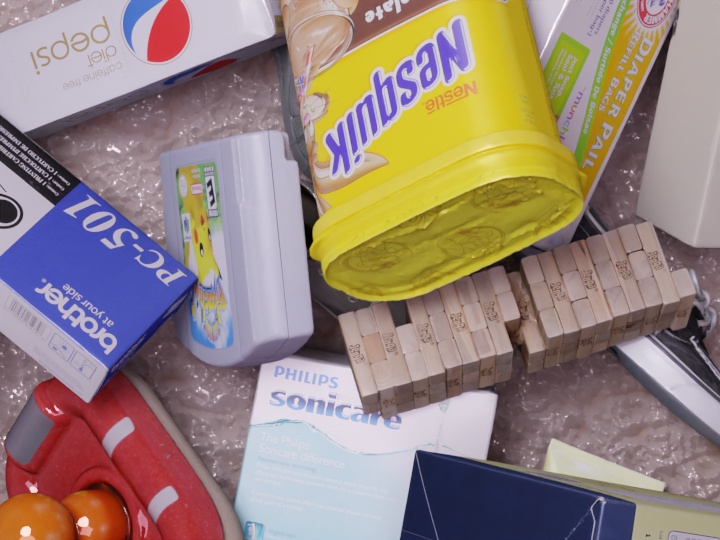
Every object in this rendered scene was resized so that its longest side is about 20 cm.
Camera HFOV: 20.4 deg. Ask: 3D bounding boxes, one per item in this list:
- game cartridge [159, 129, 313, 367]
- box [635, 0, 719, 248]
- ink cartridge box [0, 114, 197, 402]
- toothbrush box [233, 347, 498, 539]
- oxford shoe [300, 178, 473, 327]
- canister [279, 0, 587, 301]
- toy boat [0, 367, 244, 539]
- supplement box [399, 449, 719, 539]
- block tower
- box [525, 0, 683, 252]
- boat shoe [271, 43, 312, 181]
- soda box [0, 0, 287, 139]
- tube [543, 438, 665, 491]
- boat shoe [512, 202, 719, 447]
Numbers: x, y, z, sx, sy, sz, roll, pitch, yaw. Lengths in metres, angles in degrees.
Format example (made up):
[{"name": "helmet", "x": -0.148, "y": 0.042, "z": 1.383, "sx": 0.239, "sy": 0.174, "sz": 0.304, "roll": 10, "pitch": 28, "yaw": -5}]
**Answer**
[{"name": "game cartridge", "x": -0.076, "y": -0.010, "z": 1.174, "sx": 0.040, "sy": 0.200, "sz": 0.134, "roll": -10, "pitch": 93, "yaw": -19}, {"name": "box", "x": 0.229, "y": -0.116, "z": 1.188, "sx": 0.082, "sy": 0.068, "sz": 0.200, "roll": 2, "pitch": 109, "yaw": -28}, {"name": "ink cartridge box", "x": -0.202, "y": -0.023, "z": 1.171, "sx": 0.200, "sy": 0.044, "sz": 0.094, "roll": 39, "pitch": 49, "yaw": 2}, {"name": "toothbrush box", "x": -0.004, "y": 0.155, "z": 1.232, "sx": 0.146, "sy": 0.085, "sz": 0.200, "roll": 10, "pitch": 92, "yaw": 2}, {"name": "oxford shoe", "x": 0.000, "y": 0.000, "z": 1.241, "sx": 0.200, "sy": 0.058, "sz": 0.075, "roll": 33, "pitch": 90, "yaw": -1}, {"name": "canister", "x": 0.031, "y": -0.103, "z": 1.106, "sx": 0.148, "sy": 0.087, "sz": 0.200, "roll": -26, "pitch": 61, "yaw": 28}, {"name": "toy boat", "x": -0.162, "y": 0.153, "z": 1.180, "sx": 0.200, "sy": 0.131, "sz": 0.131, "roll": 51, "pitch": 124, "yaw": 26}, {"name": "supplement box", "x": 0.147, "y": 0.184, "z": 1.058, "sx": 0.200, "sy": 0.200, "sz": 0.134, "roll": 12, "pitch": 87, "yaw": -25}, {"name": "block tower", "x": 0.090, "y": 0.028, "z": 1.169, "sx": 0.200, "sy": 0.054, "sz": 0.058, "roll": -16, "pitch": 68, "yaw": -3}, {"name": "box", "x": 0.098, "y": -0.126, "z": 1.189, "sx": 0.101, "sy": 0.112, "sz": 0.200, "roll": 27, "pitch": 94, "yaw": 39}, {"name": "boat shoe", "x": -0.019, "y": -0.151, "z": 1.239, "sx": 0.074, "sy": 0.065, "sz": 0.202, "roll": -13, "pitch": 86, "yaw": 21}, {"name": "soda box", "x": -0.135, "y": -0.138, "z": 1.209, "sx": 0.200, "sy": 0.068, "sz": 0.064, "roll": -19, "pitch": 91, "yaw": 20}, {"name": "tube", "x": 0.117, "y": 0.211, "z": 1.251, "sx": 0.058, "sy": 0.052, "sz": 0.200, "roll": 24, "pitch": 87, "yaw": -39}, {"name": "boat shoe", "x": 0.183, "y": 0.030, "z": 1.230, "sx": 0.068, "sy": 0.074, "sz": 0.199, "roll": -45, "pitch": 75, "yaw": -3}]
